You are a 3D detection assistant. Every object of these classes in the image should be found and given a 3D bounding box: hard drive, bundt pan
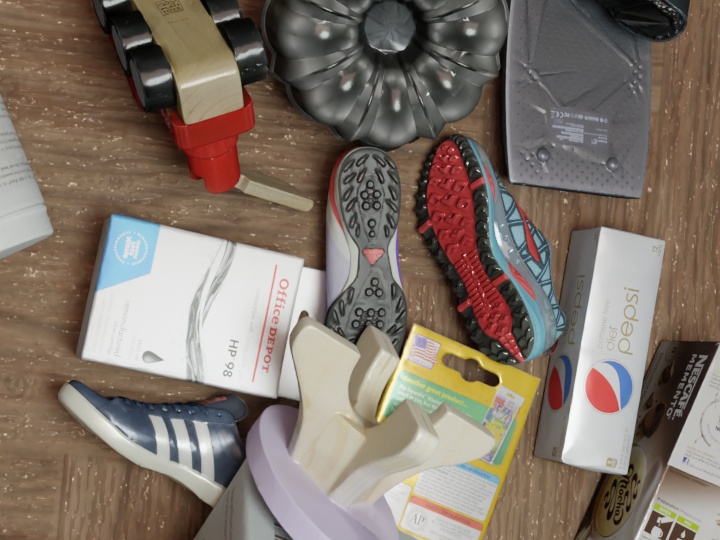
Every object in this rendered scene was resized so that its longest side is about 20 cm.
[{"bbox_3d":[0.182,-0.163,1.284,0.133,0.042,0.203,6,79,-15],"label":"hard drive"},{"bbox_3d":[0.023,-0.184,1.148,0.199,0.076,0.204,-2,110,-5],"label":"bundt pan"}]

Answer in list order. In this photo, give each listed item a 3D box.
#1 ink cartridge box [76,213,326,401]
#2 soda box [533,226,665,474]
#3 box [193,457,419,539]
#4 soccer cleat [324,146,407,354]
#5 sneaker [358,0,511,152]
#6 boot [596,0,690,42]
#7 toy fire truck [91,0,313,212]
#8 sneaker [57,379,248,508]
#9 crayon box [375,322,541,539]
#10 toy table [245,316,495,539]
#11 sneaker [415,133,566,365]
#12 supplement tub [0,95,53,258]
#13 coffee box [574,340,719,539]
[{"bbox_3d":[-0.117,0.033,1.195,0.198,0.067,0.117,13,84,-14],"label":"ink cartridge box"},{"bbox_3d":[0.203,0.068,1.275,0.063,0.068,0.203,11,85,-14],"label":"soda box"},{"bbox_3d":[-0.042,0.288,1.107,0.199,0.199,0.172,30,107,-16],"label":"box"},{"bbox_3d":[0.000,0.000,1.227,0.067,0.073,0.203,0,95,-11],"label":"soccer cleat"},{"bbox_3d":[0.047,-0.191,1.257,0.086,0.074,0.201,34,88,23],"label":"sneaker"},{"bbox_3d":[0.223,-0.307,1.252,0.200,0.076,0.169,48,45,-18],"label":"boot"},{"bbox_3d":[-0.119,-0.131,1.176,0.127,0.177,0.202,-18,134,-14],"label":"toy fire truck"},{"bbox_3d":[-0.141,0.123,1.185,0.199,0.075,0.085,33,82,-21],"label":"sneaker"},{"bbox_3d":[0.055,0.160,1.242,0.125,0.052,0.202,23,83,-12],"label":"crayon box"},{"bbox_3d":[0.000,0.127,1.113,0.183,0.200,0.118,29,104,-33],"label":"toy table"},{"bbox_3d":[0.114,-0.018,1.265,0.095,0.079,0.202,-5,74,-50],"label":"sneaker"},{"bbox_3d":[-0.324,-0.097,1.114,0.131,0.132,0.202,-24,93,-14],"label":"supplement tub"},{"bbox_3d":[0.271,0.165,1.266,0.079,0.113,0.202,27,82,-12],"label":"coffee box"}]
